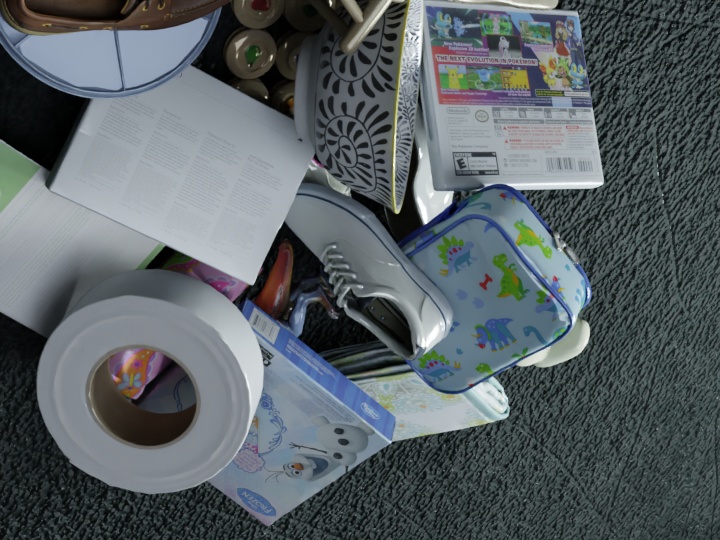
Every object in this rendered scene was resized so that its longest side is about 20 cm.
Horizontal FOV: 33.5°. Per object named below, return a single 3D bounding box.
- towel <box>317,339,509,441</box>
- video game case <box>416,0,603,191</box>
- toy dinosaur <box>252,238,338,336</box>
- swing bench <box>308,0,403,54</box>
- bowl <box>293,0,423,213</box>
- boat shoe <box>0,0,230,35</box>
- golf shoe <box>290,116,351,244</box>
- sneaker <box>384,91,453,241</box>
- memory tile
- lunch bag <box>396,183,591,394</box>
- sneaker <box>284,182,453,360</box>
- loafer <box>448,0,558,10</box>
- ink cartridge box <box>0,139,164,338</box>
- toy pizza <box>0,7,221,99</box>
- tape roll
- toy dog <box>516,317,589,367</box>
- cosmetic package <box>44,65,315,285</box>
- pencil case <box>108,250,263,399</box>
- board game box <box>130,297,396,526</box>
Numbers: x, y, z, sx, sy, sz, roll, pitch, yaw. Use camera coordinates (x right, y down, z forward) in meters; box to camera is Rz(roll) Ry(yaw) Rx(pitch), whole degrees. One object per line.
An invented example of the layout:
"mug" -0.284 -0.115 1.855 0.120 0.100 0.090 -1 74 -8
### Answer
"towel" 0.054 0.133 1.340 0.171 0.048 0.200 -12 147 25
"video game case" 0.143 -0.168 1.160 0.200 0.023 0.183 -3 83 -31
"toy dinosaur" -0.112 0.058 1.227 0.181 0.105 0.200 -28 126 7
"swing bench" 0.000 -0.312 0.949 0.200 0.199 0.130 -38 132 3
"bowl" -0.003 -0.152 1.023 0.094 0.201 0.201 6 126 7
"boat shoe" -0.178 -0.219 0.934 0.200 0.068 0.072 -14 108 -18
"golf shoe" -0.034 -0.074 1.179 0.091 0.075 0.200 -36 133 10
"sneaker" 0.053 -0.118 1.206 0.085 0.073 0.200 -51 147 -31
"memory tile" -0.034 -0.203 1.131 0.200 0.017 0.153 -3 124 -26
"lunch bag" 0.107 0.017 1.146 0.161 0.082 0.200 49 132 -7
"sneaker" 0.000 0.000 1.101 0.073 0.200 0.071 -51 177 41
"loafer" 0.107 -0.284 1.112 0.200 0.076 0.068 -5 110 -40
"ink cartridge box" -0.300 -0.028 1.097 0.146 0.048 0.200 -46 129 9
"toy pizza" -0.209 -0.240 0.972 0.200 0.032 0.201 -6 106 -20
"tape roll" -0.194 0.104 1.108 0.202 0.071 0.203 2 111 4
"toy dog" 0.120 0.025 1.314 0.194 0.140 0.200 -30 139 34
"cosmetic package" -0.154 -0.097 1.057 0.200 0.052 0.151 27 90 -21
"pencil case" -0.186 0.034 1.179 0.200 0.087 0.087 -45 131 8
"board game box" -0.103 0.149 1.212 0.200 0.043 0.199 41 123 -16
